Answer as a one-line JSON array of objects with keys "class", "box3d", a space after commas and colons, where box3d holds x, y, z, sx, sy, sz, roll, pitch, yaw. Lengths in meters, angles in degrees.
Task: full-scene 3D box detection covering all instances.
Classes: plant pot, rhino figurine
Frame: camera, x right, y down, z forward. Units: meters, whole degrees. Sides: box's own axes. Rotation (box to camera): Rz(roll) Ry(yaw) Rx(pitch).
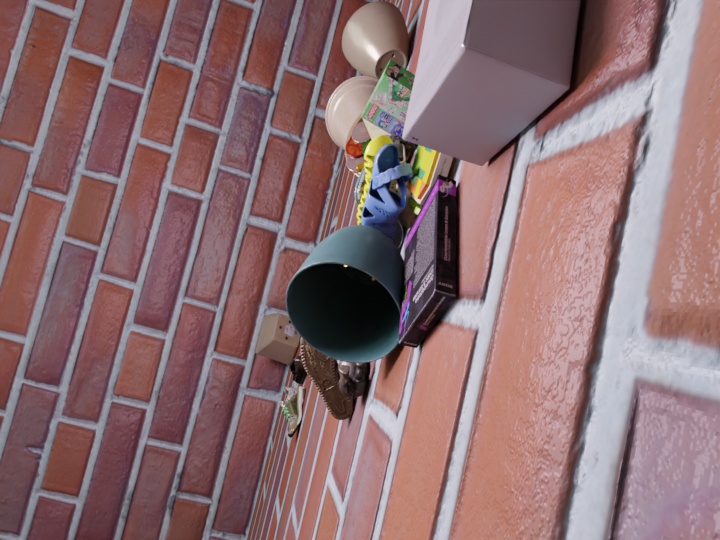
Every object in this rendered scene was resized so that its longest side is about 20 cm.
[{"class": "plant pot", "box3d": [-0.009, 0.021, 0.924, 0.163, 0.195, 0.204, -68, 1, -50]}, {"class": "rhino figurine", "box3d": [-0.014, 0.167, 1.097, 0.202, 0.057, 0.090, -88, -4, -57]}, {"class": "plant pot", "box3d": [0.019, -0.353, 1.378, 0.186, 0.193, 0.205, -109, 33, -52]}, {"class": "plant pot", "box3d": [-0.388, 0.322, 2.734, 0.177, 0.194, 0.206, -41, 34, 54]}]

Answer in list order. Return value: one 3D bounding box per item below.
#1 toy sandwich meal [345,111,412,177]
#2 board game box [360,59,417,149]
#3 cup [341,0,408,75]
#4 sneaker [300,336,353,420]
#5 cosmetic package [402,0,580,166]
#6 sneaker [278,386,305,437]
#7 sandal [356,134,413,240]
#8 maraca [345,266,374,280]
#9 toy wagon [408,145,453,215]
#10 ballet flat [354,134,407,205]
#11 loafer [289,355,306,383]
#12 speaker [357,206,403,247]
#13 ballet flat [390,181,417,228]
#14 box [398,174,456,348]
[{"class": "toy sandwich meal", "box3d": [0.039, -0.296, 1.197, 0.070, 0.199, 0.213, 26, -105, -56]}, {"class": "board game box", "box3d": [0.081, -0.293, 1.004, 0.030, 0.132, 0.200, -62, 8, -9]}, {"class": "cup", "box3d": [0.059, -0.614, 1.536, 0.146, 0.194, 0.203, 66, 148, 33]}, {"class": "sneaker", "box3d": [-0.069, 0.196, 1.143, 0.113, 0.069, 0.206, -94, -16, -76]}, {"class": "cosmetic package", "box3d": [0.145, -0.262, 0.621, 0.199, 0.119, 0.207, 140, 145, -73]}, {"class": "sneaker", "box3d": [-0.249, 0.490, 1.926, 0.203, 0.086, 0.078, -88, 17, -51]}, {"class": "sandal", "box3d": [0.045, -0.121, 0.950, 0.086, 0.078, 0.206, 36, 137, 42]}, {"class": "maraca", "box3d": [0.000, 0.000, 1.144, 0.137, 0.106, 0.201, -47, 11, 23]}, {"class": "toy wagon", "box3d": [0.115, -0.180, 0.918, 0.201, 0.038, 0.160, -106, 31, -71]}, {"class": "ballet flat", "box3d": [0.047, -0.193, 1.030, 0.073, 0.070, 0.203, 116, 179, -47]}, {"class": "loafer", "box3d": [-0.233, 0.363, 2.070, 0.202, 0.069, 0.075, 117, 164, -53]}, {"class": "speaker", "box3d": [0.037, -0.099, 1.130, 0.201, 0.078, 0.084, -102, 29, -71]}, {"class": "ballet flat", "box3d": [0.071, -0.139, 1.052, 0.202, 0.060, 0.070, -95, 18, -63]}, {"class": "box", "box3d": [0.097, -0.013, 0.793, 0.144, 0.035, 0.205, 116, 167, -53]}]
